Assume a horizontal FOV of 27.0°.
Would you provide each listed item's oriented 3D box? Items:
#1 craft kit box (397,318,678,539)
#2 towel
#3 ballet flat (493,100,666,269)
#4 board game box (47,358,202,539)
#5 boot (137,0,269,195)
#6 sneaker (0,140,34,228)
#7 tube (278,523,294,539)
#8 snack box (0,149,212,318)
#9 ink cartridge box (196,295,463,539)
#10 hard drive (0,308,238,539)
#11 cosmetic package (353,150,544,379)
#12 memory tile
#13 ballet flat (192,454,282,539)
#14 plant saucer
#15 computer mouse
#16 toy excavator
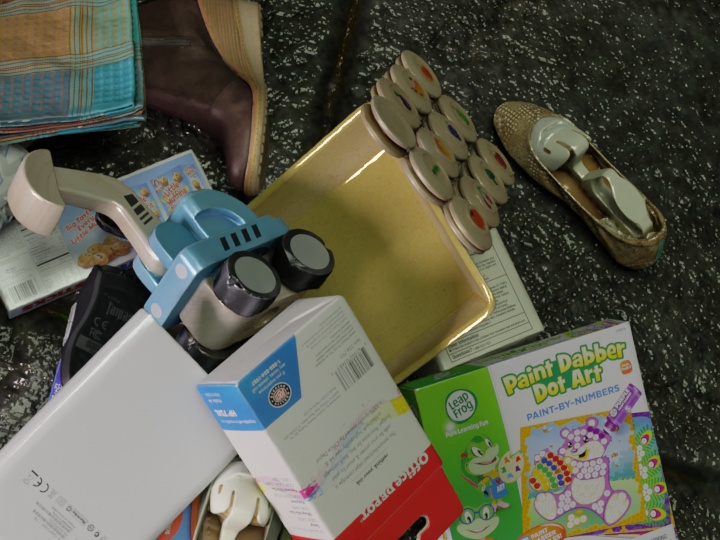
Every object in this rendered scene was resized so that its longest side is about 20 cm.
[{"bbox_3d":[0.148,0.161,1.221,0.198,0.048,0.199,-16,94,-18],"label":"craft kit box"},{"bbox_3d":[-0.253,-0.183,1.242,0.145,0.022,0.201,-8,48,-3],"label":"towel"},{"bbox_3d":[0.203,-0.088,1.344,0.200,0.065,0.071,44,68,5],"label":"ballet flat"},{"bbox_3d":[-0.160,0.169,1.181,0.198,0.045,0.153,14,68,-8],"label":"board game box"},{"bbox_3d":[-0.162,-0.148,1.283,0.165,0.073,0.202,-4,63,-4],"label":"boot"},{"bbox_3d":[-0.298,-0.059,1.200,0.086,0.075,0.201,11,56,-12],"label":"sneaker"},{"bbox_3d":[-0.033,0.205,1.177,0.052,0.058,0.202,9,77,29],"label":"tube"},{"bbox_3d":[-0.215,-0.032,1.251,0.199,0.024,0.072,-24,76,-19],"label":"snack box"},{"bbox_3d":[-0.019,0.133,1.126,0.116,0.067,0.201,-39,107,-31],"label":"ink cartridge box"},{"bbox_3d":[-0.186,0.144,1.103,0.200,0.026,0.132,-46,115,-9],"label":"hard drive"},{"bbox_3d":[0.063,-0.011,1.281,0.104,0.071,0.201,-19,76,-18],"label":"cosmetic package"},{"bbox_3d":[0.067,-0.102,1.221,0.154,0.017,0.200,49,24,-9],"label":"memory tile"},{"bbox_3d":[-0.095,0.204,1.125,0.067,0.064,0.202,19,68,-6],"label":"ballet flat"},{"bbox_3d":[0.000,0.000,1.223,0.048,0.200,0.201,-2,58,-58],"label":"plant saucer"},{"bbox_3d":[-0.170,0.050,1.193,0.140,0.046,0.201,26,49,-26],"label":"computer mouse"},{"bbox_3d":[-0.151,-0.022,1.167,0.200,0.100,0.194,49,39,15],"label":"toy excavator"}]
